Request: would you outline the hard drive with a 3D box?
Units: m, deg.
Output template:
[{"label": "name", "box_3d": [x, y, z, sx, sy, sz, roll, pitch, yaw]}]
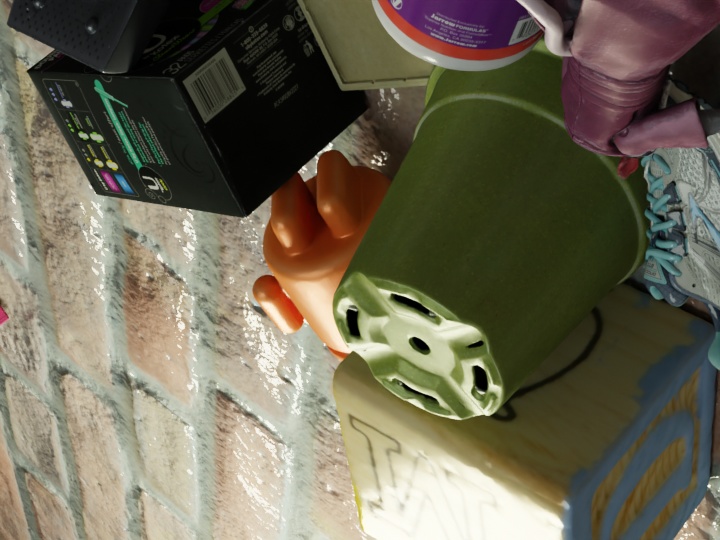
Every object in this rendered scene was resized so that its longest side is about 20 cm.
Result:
[{"label": "hard drive", "box_3d": [-0.168, -0.245, 1.021, 0.135, 0.201, 0.042, 27, -173, 38]}]

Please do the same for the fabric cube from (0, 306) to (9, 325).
[{"label": "fabric cube", "box_3d": [-0.625, 0.045, 1.924, 0.196, 0.200, 0.200, -12, 114, 57]}]

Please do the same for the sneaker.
[{"label": "sneaker", "box_3d": [0.199, -0.024, 0.849, 0.201, 0.086, 0.078, 57, -175, -8]}]

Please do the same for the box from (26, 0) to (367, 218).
[{"label": "box", "box_3d": [-0.127, -0.138, 1.105, 0.199, 0.149, 0.125, 10, 135, 47]}]

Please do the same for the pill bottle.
[{"label": "pill bottle", "box_3d": [0.075, -0.210, 0.796, 0.112, 0.112, 0.200, 40, 149, 14]}]

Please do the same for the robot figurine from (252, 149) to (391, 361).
[{"label": "robot figurine", "box_3d": [-0.002, 0.000, 1.121, 0.116, 0.144, 0.200, 30, 160, 48]}]

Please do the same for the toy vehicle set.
[{"label": "toy vehicle set", "box_3d": [-0.008, -0.216, 0.982, 0.124, 0.027, 0.201, 6, 130, 50]}]

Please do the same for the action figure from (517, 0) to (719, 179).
[{"label": "action figure", "box_3d": [0.135, -0.107, 0.742, 0.134, 0.149, 0.200, 47, 160, 32]}]

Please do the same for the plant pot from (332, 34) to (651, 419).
[{"label": "plant pot", "box_3d": [0.082, -0.014, 0.912, 0.199, 0.190, 0.201, 26, 147, 18]}]

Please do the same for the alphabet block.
[{"label": "alphabet block", "box_3d": [0.122, 0.119, 1.044, 0.199, 0.195, 0.197, 26, 142, 31]}]
